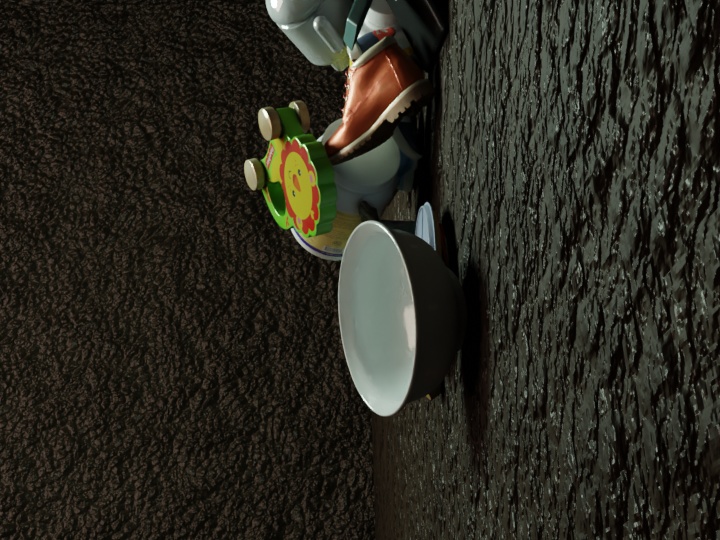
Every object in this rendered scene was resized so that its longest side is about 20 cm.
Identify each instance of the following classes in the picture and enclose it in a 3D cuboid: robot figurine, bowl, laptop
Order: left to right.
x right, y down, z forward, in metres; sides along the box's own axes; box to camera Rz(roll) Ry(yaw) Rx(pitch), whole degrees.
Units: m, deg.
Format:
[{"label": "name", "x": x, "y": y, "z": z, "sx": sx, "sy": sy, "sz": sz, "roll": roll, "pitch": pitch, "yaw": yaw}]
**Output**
[{"label": "robot figurine", "x": -0.071, "y": -0.402, "z": 1.366, "sx": 0.200, "sy": 0.113, "sz": 0.170, "roll": 41, "pitch": -169, "yaw": -44}, {"label": "bowl", "x": 0.052, "y": 0.047, "z": 0.927, "sx": 0.200, "sy": 0.089, "sz": 0.205, "roll": 175, "pitch": 90, "yaw": -67}, {"label": "laptop", "x": 0.093, "y": -0.391, "z": 1.118, "sx": 0.202, "sy": 0.115, "sz": 0.187, "roll": 61, "pitch": 178, "yaw": 1}]

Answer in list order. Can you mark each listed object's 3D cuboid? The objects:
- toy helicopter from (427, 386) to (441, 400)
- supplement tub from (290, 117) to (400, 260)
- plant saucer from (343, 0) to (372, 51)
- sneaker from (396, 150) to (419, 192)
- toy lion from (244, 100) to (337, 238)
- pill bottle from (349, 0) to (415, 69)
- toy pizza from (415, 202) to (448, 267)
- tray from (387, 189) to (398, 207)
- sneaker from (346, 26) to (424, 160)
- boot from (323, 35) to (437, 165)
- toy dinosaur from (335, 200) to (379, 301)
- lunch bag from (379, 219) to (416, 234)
[{"label": "toy helicopter", "x": 0.055, "y": 0.116, "z": 1.191, "sx": 0.200, "sy": 0.078, "sz": 0.133, "roll": 48, "pitch": 167, "yaw": 52}, {"label": "supplement tub", "x": -0.026, "y": -0.125, "z": 1.351, "sx": 0.201, "sy": 0.143, "sz": 0.148, "roll": 119, "pitch": 153, "yaw": -55}, {"label": "plant saucer", "x": 0.020, "y": -0.378, "z": 1.097, "sx": 0.070, "sy": 0.019, "sz": 0.203, "roll": 115, "pitch": 175, "yaw": -77}, {"label": "sneaker", "x": 0.046, "y": -0.184, "z": 1.390, "sx": 0.201, "sy": 0.088, "sz": 0.080, "roll": 96, "pitch": 173, "yaw": -64}, {"label": "toy lion", "x": -0.093, "y": -0.127, "z": 1.260, "sx": 0.194, "sy": 0.068, "sz": 0.201, "roll": 65, "pitch": 153, "yaw": 20}, {"label": "pill bottle", "x": 0.037, "y": -0.338, "z": 1.331, "sx": 0.201, "sy": 0.107, "sz": 0.111, "roll": 93, "pitch": 176, "yaw": -58}, {"label": "toy pizza", "x": 0.089, "y": 0.019, "z": 1.074, "sx": 0.200, "sy": 0.031, "sz": 0.205, "roll": 180, "pitch": 90, "yaw": -88}, {"label": "tray", "x": 0.053, "y": -0.220, "z": 1.509, "sx": 0.099, "sy": 0.036, "sz": 0.203, "roll": -58, "pitch": -24, "yaw": -46}, {"label": "sneaker", "x": 0.060, "y": -0.250, "z": 1.235, "sx": 0.201, "sy": 0.084, "sz": 0.075, "roll": 57, "pitch": -171, "yaw": -33}, {"label": "boot", "x": 0.005, "y": -0.223, "z": 1.179, "sx": 0.108, "sy": 0.199, "sz": 0.075, "roll": 56, "pitch": -144, "yaw": 5}, {"label": "toy dinosaur", "x": 0.000, "y": 0.000, "z": 1.288, "sx": 0.089, "sy": 0.047, "sz": 0.203, "roll": -66, "pitch": -10, "yaw": -52}, {"label": "lunch bag", "x": 0.058, "y": 0.038, "z": 1.335, "sx": 0.161, "sy": 0.075, "sz": 0.203, "roll": -96, "pitch": 6, "yaw": -59}]
